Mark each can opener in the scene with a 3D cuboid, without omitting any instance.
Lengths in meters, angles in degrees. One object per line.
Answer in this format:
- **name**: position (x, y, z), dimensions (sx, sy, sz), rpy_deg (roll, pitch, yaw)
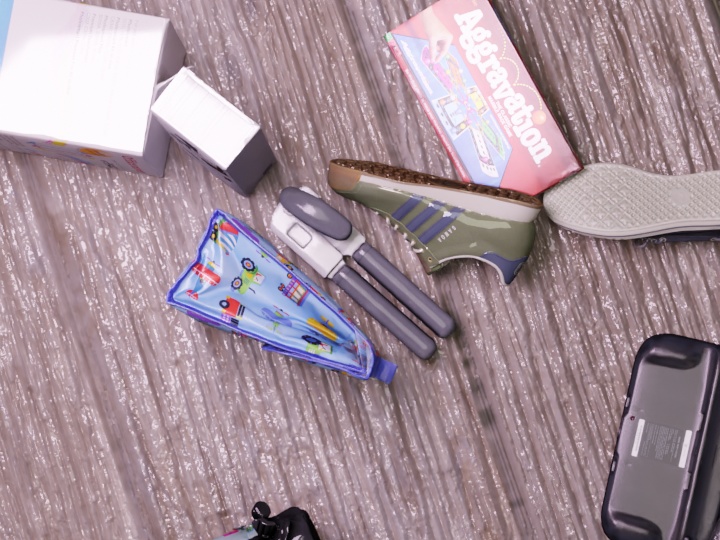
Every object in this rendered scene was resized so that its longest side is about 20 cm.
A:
- **can opener**: position (0.000, 0.000, 1.381), dimensions (0.200, 0.067, 0.053), rpy_deg (42, 88, 4)

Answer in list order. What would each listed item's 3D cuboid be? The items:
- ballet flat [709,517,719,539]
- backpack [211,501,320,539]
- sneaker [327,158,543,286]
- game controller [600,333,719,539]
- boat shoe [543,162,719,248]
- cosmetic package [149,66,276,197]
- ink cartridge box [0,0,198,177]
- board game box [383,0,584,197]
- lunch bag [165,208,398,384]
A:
- **ballet flat**: position (0.364, 0.221, 1.356), dimensions (0.066, 0.057, 0.200), rpy_deg (37, 84, -39)
- **backpack**: position (-0.114, 0.311, 1.328), dimensions (0.199, 0.127, 0.167), rpy_deg (-23, 74, 0)
- **sneaker**: position (0.060, -0.040, 1.383), dimensions (0.199, 0.067, 0.090), rpy_deg (12, 105, 12)
- **game controller**: position (0.285, 0.160, 1.384), dimensions (0.104, 0.042, 0.201), rpy_deg (12, 85, 16)
- **boat shoe**: position (0.266, -0.057, 1.386), dimensions (0.199, 0.062, 0.075), rpy_deg (0, 69, 15)
- **cosmetic package**: position (-0.125, -0.115, 1.325), dimensions (0.082, 0.200, 0.051), rpy_deg (40, 88, 4)
- **ink cartridge box**: position (-0.246, -0.164, 1.366), dimensions (0.199, 0.129, 0.126), rpy_deg (10, 86, 2)
- **board game box**: position (0.112, -0.155, 1.402), dimensions (0.103, 0.019, 0.201), rpy_deg (-30, 85, 16)
- **lunch bag**: position (-0.055, 0.039, 1.336), dimensions (0.199, 0.151, 0.094), rpy_deg (29, 87, 3)
